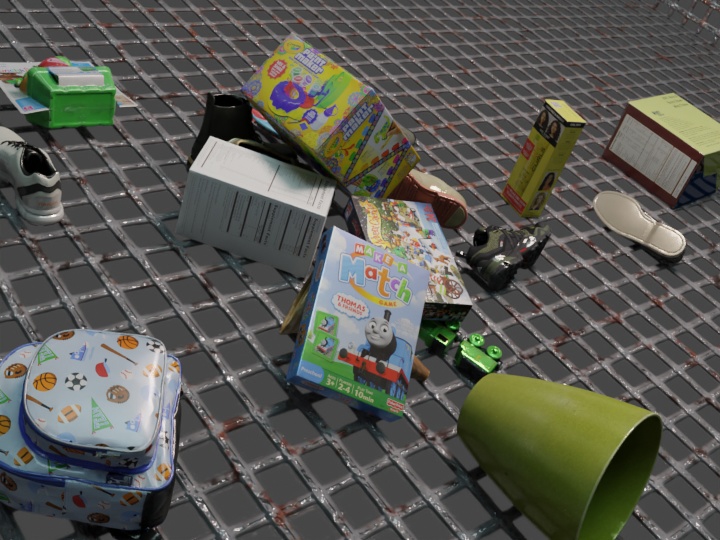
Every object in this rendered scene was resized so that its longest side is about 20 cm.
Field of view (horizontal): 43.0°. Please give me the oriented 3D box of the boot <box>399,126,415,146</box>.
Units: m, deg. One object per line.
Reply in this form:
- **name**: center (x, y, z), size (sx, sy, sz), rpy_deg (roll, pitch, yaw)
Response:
- **boot**: center (0.002, -0.253, 1.658), size (0.198, 0.068, 0.131), rpy_deg (28, 30, -4)

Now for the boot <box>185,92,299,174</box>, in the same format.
- **boot**: center (-0.167, -0.213, 1.437), size (0.198, 0.140, 0.077), rpy_deg (-13, 46, -41)

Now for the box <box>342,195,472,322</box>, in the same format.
- **box**: center (0.064, -0.019, 1.290), size (0.135, 0.038, 0.202), rpy_deg (5, 46, -26)

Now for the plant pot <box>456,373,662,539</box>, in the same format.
- **plant pot**: center (0.217, 0.208, 1.071), size (0.199, 0.190, 0.186), rpy_deg (26, 32, 35)

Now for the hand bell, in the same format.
- **hand bell**: center (0.004, 0.087, 1.195), size (0.198, 0.105, 0.105), rpy_deg (31, 34, -8)

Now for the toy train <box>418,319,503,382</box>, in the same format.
- **toy train**: center (0.108, 0.087, 1.273), size (0.199, 0.042, 0.056), rpy_deg (34, 47, 18)

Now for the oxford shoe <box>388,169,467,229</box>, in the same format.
- **oxford shoe**: center (0.088, -0.136, 1.541), size (0.198, 0.071, 0.074), rpy_deg (29, 29, -7)

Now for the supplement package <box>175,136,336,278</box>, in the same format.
- **supplement package**: center (-0.147, -0.091, 1.308), size (0.197, 0.111, 0.114), rpy_deg (19, 33, -3)

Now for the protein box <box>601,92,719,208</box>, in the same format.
- **protein box**: center (0.663, -0.258, 1.944), size (0.197, 0.136, 0.200), rpy_deg (-17, 50, -41)

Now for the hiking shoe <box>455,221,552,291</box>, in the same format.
- **hiking shoe**: center (0.237, -0.047, 1.486), size (0.100, 0.076, 0.199), rpy_deg (38, 39, 18)

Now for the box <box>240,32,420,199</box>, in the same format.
- **box**: center (-0.043, -0.220, 1.379), size (0.200, 0.122, 0.193), rpy_deg (42, -2, 36)

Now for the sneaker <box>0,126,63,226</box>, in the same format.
- **sneaker**: center (-0.457, -0.149, 1.251), size (0.073, 0.081, 0.200), rpy_deg (-17, 48, -40)

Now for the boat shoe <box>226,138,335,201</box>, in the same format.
- **boat shoe**: center (-0.116, -0.144, 1.390), size (0.198, 0.076, 0.073), rpy_deg (19, 73, -29)

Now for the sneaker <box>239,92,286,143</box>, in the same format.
- **sneaker**: center (-0.113, -0.263, 1.558), size (0.198, 0.096, 0.079), rpy_deg (32, 4, 6)

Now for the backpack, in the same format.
- **backpack**: center (-0.272, 0.152, 0.894), size (0.187, 0.156, 0.201), rpy_deg (3, 40, -8)

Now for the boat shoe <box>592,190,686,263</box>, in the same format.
- **boat shoe**: center (0.518, -0.076, 1.710), size (0.199, 0.073, 0.063), rpy_deg (39, -5, 32)

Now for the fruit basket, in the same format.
- **fruit basket**: center (-0.470, -0.296, 1.429), size (0.183, 0.095, 0.200), rpy_deg (-10, 42, -37)

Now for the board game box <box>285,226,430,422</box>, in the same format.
- **board game box**: center (0.001, 0.066, 1.135), size (0.150, 0.037, 0.203), rpy_deg (24, 62, -21)

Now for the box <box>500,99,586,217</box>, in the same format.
- **box**: center (0.321, -0.196, 1.620), size (0.049, 0.202, 0.076), rpy_deg (-4, 42, -32)
